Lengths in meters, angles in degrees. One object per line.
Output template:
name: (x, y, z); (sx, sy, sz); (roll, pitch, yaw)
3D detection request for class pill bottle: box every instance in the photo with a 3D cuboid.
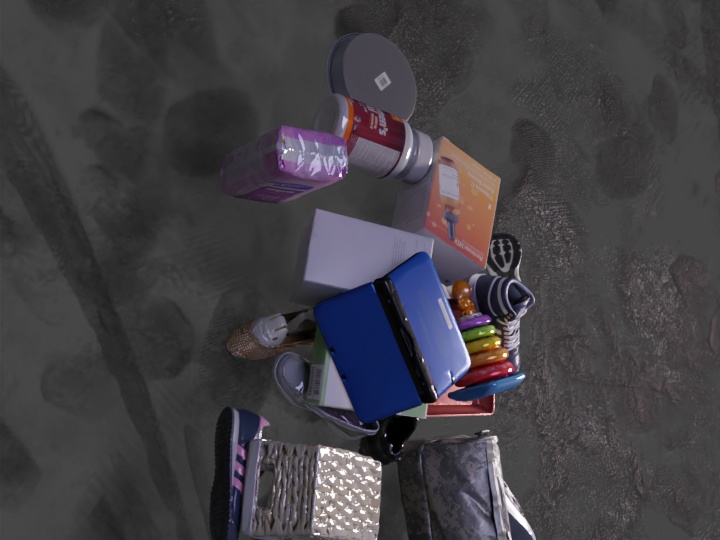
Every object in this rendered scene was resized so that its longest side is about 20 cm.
pill bottle: (0.020, -0.219, 1.612); (0.197, 0.109, 0.112); (15, 69, -31)

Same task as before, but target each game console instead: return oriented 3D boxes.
game console: (0.051, 0.100, 1.424); (0.170, 0.117, 0.203); (-33, 105, -44)

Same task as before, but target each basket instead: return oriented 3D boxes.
basket: (-0.064, 0.322, 1.364); (0.199, 0.121, 0.138); (30, 59, -55)

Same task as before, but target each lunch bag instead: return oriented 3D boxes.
lunch bag: (0.165, 0.369, 1.548); (0.137, 0.167, 0.204); (1, 79, -38)

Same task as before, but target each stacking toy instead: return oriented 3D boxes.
stacking toy: (0.195, 0.114, 1.624); (0.109, 0.115, 0.204); (-8, 79, -44)

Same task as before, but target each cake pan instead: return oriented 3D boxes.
cake pan: (0.027, -0.336, 1.701); (0.198, 0.036, 0.205); (11, 72, -37)

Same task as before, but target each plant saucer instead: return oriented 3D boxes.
plant saucer: (0.161, 0.153, 1.666); (0.197, 0.036, 0.205); (6, 83, -41)

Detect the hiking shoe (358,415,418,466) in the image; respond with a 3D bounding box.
hiking shoe: (0.067, 0.225, 1.548); (0.075, 0.100, 0.203); (29, 62, -30)

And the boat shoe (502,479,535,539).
boat shoe: (0.255, 0.423, 1.678); (0.201, 0.069, 0.067); (53, 34, -19)

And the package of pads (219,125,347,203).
package of pads: (-0.119, -0.157, 1.431); (0.119, 0.199, 0.077); (8, 79, -33)

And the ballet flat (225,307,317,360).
ballet flat: (-0.113, 0.087, 1.449); (0.197, 0.066, 0.071); (-12, 62, -38)

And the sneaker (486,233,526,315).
sneaker: (0.270, 0.021, 1.799); (0.075, 0.089, 0.203); (-1, 55, 1)

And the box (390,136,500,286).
box: (0.150, -0.103, 1.680); (0.151, 0.106, 0.203); (30, 56, -26)

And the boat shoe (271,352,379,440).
boat shoe: (-0.054, 0.196, 1.480); (0.202, 0.064, 0.075); (45, 55, -22)

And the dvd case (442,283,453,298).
dvd case: (0.104, 0.055, 1.674); (0.198, 0.022, 0.149); (-6, 83, -42)

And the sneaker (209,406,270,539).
sneaker: (-0.167, 0.301, 1.359); (0.081, 0.070, 0.204); (14, 72, -34)

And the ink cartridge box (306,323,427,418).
ink cartridge box: (0.019, 0.146, 1.469); (0.197, 0.048, 0.149); (13, 80, -32)

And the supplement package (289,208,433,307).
supplement package: (0.000, 0.000, 1.499); (0.196, 0.120, 0.124); (14, 69, -11)

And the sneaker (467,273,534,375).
sneaker: (0.262, 0.100, 1.662); (0.070, 0.107, 0.203); (-33, 109, -36)
